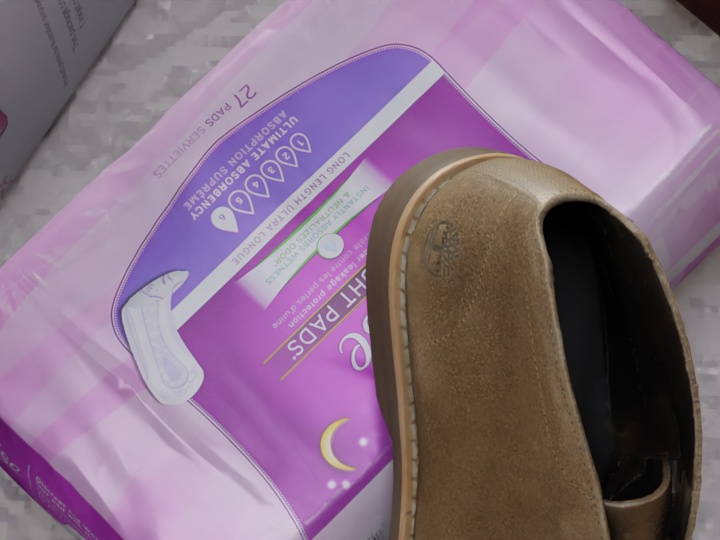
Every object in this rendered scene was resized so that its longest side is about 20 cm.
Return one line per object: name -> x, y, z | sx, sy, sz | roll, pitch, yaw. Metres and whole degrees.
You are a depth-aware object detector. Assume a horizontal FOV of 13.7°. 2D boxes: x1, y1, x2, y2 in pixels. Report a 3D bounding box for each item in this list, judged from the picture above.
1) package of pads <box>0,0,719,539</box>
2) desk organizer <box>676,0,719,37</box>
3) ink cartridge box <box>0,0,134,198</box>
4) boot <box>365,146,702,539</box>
package of pads -> 0.000, 0.000, 0.769 | 0.120, 0.076, 0.200 | 41, 76, 19
desk organizer -> 0.119, -0.095, 0.779 | 0.072, 0.077, 0.200 | -40, 60, -8
ink cartridge box -> -0.168, -0.056, 0.802 | 0.144, 0.085, 0.200 | 28, 71, 15
boot -> 0.048, 0.073, 0.694 | 0.073, 0.075, 0.201 | -15, 102, -23
